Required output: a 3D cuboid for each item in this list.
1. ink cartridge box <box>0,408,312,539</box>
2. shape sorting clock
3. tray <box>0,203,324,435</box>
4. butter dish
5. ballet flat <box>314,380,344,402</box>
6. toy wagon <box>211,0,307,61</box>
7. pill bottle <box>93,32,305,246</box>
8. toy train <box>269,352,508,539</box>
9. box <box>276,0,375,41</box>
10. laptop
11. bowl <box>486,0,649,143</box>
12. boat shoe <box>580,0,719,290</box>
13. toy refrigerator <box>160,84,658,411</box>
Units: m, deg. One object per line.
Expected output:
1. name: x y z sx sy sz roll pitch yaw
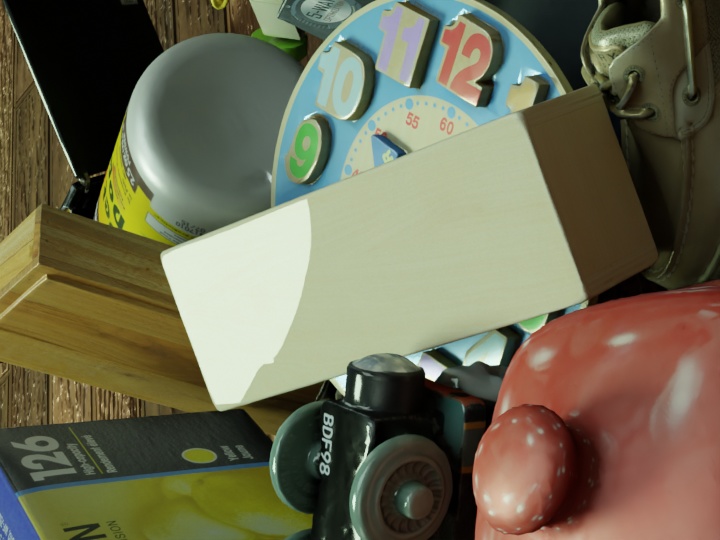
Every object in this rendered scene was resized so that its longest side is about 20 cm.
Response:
1. ink cartridge box: -0.110 0.127 0.824 0.198 0.198 0.047 40 127 55
2. shape sorting clock: 0.027 -0.024 0.796 0.199 0.039 0.202 1 92 44
3. tray: -0.096 0.031 0.901 0.098 0.199 0.037 -35 48 43
4. butter dish: 0.104 0.082 0.621 0.199 0.147 0.202 -15 62 54
5. ballet flat: 0.000 0.000 0.879 0.067 0.046 0.202 162 109 -74
6. toy wagon: -0.036 -0.192 0.969 0.200 0.039 0.156 -68 -17 -58
7. pill bottle: -0.087 -0.038 0.977 0.200 0.108 0.110 125 151 -63
8. toy train: 0.022 0.131 0.719 0.085 0.113 0.202 14 102 53
9. box: 0.029 -0.230 0.894 0.161 0.043 0.201 -57 11 46
10. laptop: -0.181 -0.066 1.090 0.201 0.103 0.177 -60 -11 19
11. bowl: 0.080 -0.129 0.838 0.200 0.039 0.203 -26 60 58
12. boat shoe: 0.117 -0.088 0.712 0.072 0.064 0.202 -150 57 -61
13. toy refrigerator: 0.017 -0.006 0.739 0.199 0.070 0.077 -20 92 39
